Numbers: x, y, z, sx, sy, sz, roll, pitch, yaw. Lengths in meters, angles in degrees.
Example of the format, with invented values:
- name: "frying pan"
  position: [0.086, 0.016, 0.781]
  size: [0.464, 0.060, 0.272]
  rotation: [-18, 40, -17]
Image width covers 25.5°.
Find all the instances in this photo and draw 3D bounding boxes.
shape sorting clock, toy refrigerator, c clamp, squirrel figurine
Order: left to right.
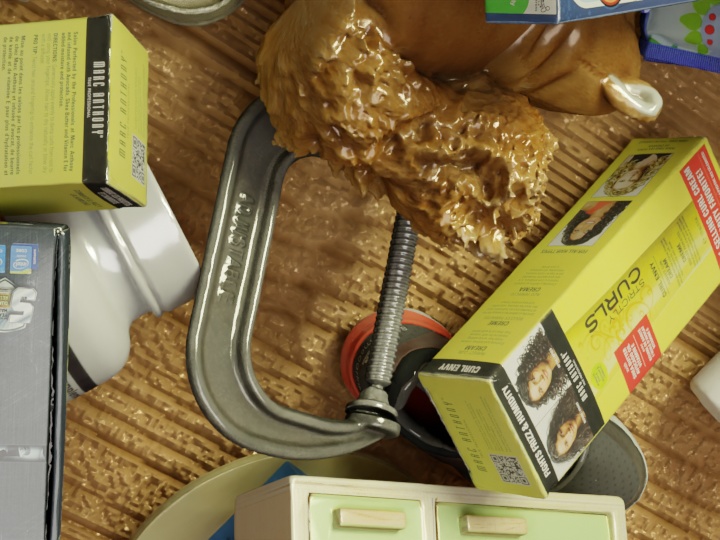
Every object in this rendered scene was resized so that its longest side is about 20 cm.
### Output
- name: "shape sorting clock"
  position: [-0.043, 0.180, 0.864]
  size: [0.199, 0.039, 0.201]
  rotation: [-11, 123, -17]
- name: "c clamp"
  position: [0.000, 0.000, 0.755]
  size: [0.170, 0.027, 0.201]
  rotation: [28, 68, -33]
- name: "toy refrigerator"
  position: [0.041, 0.150, 0.797]
  size: [0.199, 0.070, 0.076]
  rotation: [8, 70, -28]
- name: "squirrel figurine"
  position: [0.052, -0.104, 0.738]
  size: [0.186, 0.141, 0.201]
  rotation: [31, 74, -43]

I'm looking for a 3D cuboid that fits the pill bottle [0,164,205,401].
- name: "pill bottle"
  position: [-0.174, 0.019, 0.727]
  size: [0.199, 0.111, 0.112]
  rotation: [-28, 115, -6]

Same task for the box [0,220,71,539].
- name: "box"
  position: [-0.219, 0.056, 0.641]
  size: [0.198, 0.051, 0.159]
  rotation: [3, 93, -7]

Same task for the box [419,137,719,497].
- name: "box"
  position: [0.116, 0.018, 0.792]
  size: [0.200, 0.050, 0.076]
  rotation: [-44, 118, -33]

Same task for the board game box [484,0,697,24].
- name: "board game box"
  position: [0.117, -0.180, 0.674]
  size: [0.200, 0.034, 0.136]
  rotation: [-20, 112, -52]

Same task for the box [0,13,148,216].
- name: "box"
  position: [-0.191, -0.059, 0.672]
  size: [0.198, 0.050, 0.076]
  rotation: [-4, 77, 9]

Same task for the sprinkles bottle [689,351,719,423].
- name: "sprinkles bottle"
  position: [0.276, 0.018, 0.887]
  size: [0.200, 0.068, 0.068]
  rotation: [-45, 115, 2]

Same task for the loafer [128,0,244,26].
- name: "loafer"
  position: [-0.117, -0.184, 0.694]
  size: [0.076, 0.068, 0.200]
  rotation: [-42, 115, 1]

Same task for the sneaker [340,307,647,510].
- name: "sneaker"
  position: [0.078, 0.093, 0.846]
  size: [0.199, 0.082, 0.077]
  rotation: [26, 100, -23]

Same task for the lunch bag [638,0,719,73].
- name: "lunch bag"
  position: [0.244, -0.178, 0.783]
  size: [0.198, 0.128, 0.171]
  rotation: [7, 108, 4]

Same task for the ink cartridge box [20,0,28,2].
- name: "ink cartridge box"
  position: [-0.212, -0.157, 0.643]
  size: [0.199, 0.117, 0.068]
  rotation: [32, 63, -24]
